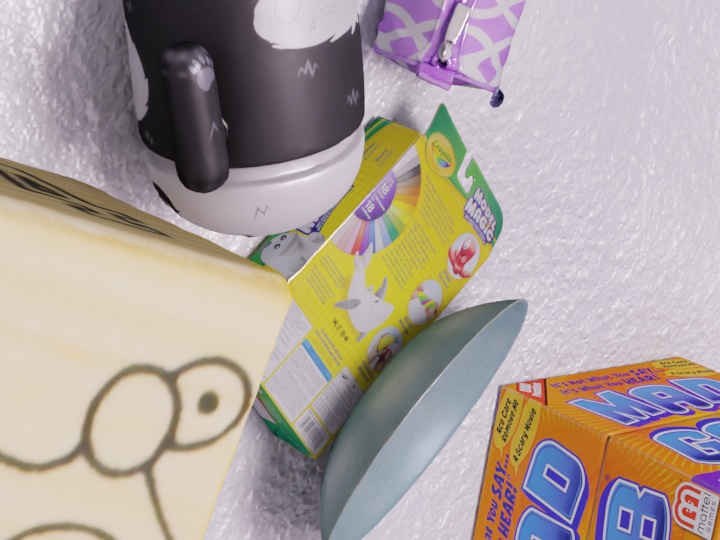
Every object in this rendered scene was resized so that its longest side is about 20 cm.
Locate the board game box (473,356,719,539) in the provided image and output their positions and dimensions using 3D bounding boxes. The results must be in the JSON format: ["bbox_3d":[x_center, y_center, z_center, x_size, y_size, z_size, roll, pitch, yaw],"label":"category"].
[{"bbox_3d":[0.216,0.194,1.427,0.199,0.199,0.201,-6,112,-43],"label":"board game box"}]

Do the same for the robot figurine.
[{"bbox_3d":[-0.062,-0.117,1.074,0.150,0.125,0.201,-22,122,-30],"label":"robot figurine"}]

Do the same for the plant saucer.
[{"bbox_3d":[0.029,0.088,1.273,0.201,0.039,0.201,-48,167,-15],"label":"plant saucer"}]

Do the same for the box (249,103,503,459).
[{"bbox_3d":[0.000,0.000,1.242,0.200,0.048,0.118,-47,134,-16],"label":"box"}]

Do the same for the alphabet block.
[{"bbox_3d":[-0.186,0.047,0.968,0.199,0.196,0.196,18,96,-47],"label":"alphabet block"}]

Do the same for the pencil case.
[{"bbox_3d":[0.067,-0.200,1.189,0.085,0.083,0.201,-35,140,-80],"label":"pencil case"}]
